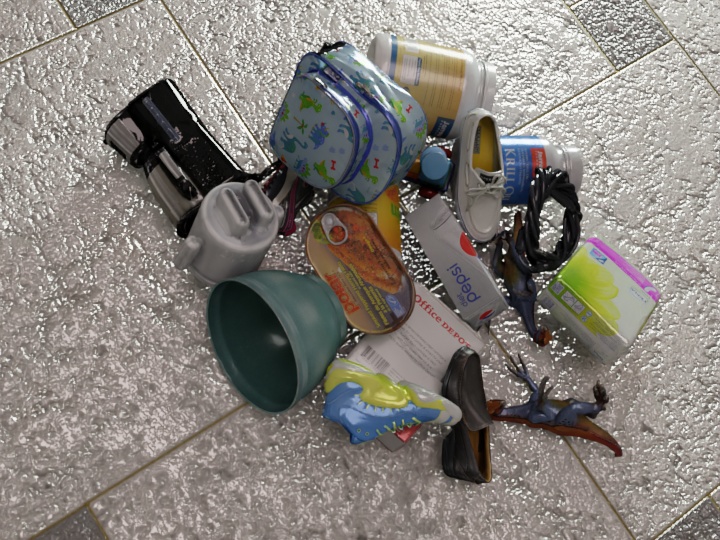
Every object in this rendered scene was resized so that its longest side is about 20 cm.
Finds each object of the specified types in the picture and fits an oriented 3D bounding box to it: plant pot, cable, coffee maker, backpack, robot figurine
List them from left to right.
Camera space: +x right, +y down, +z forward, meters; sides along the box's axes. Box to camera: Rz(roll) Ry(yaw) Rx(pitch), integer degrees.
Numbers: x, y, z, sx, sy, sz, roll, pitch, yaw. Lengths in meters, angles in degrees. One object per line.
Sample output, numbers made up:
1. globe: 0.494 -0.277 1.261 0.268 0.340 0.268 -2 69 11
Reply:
1. coffee maker: -0.253 -0.178 1.602 0.191 0.135 0.201 -32 79 -32
2. robot figurine: -0.185 -0.046 1.517 0.168 0.200 0.114 -18 70 -29
3. plant pot: -0.104 0.083 1.507 0.134 0.200 0.201 -26 76 -37
4. backpack: -0.022 -0.196 1.515 0.199 0.184 0.147 38 40 10
5. cable: 0.290 -0.079 1.649 0.199 0.050 0.165 -7 98 -57

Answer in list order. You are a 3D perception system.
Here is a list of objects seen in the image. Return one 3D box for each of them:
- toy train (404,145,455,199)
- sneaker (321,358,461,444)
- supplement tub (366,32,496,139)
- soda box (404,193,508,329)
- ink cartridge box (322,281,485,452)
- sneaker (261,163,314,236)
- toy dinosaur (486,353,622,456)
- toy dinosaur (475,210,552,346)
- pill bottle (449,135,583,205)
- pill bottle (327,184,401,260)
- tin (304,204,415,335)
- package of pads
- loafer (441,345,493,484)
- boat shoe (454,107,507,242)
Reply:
1. toy train: 0.048 -0.180 1.665 0.198 0.116 0.085 19 89 4
2. sneaker: 0.036 0.199 1.474 0.198 0.076 0.106 21 87 -5
3. supplement tub: 0.105 -0.291 1.715 0.198 0.145 0.146 10 67 -9
4. soda box: 0.145 -0.014 1.628 0.068 0.063 0.201 -32 63 8
5. ink cartridge box: 0.064 0.140 1.573 0.147 0.083 0.200 42 67 4
6. sneaker: -0.095 -0.144 1.655 0.074 0.080 0.201 37 71 -16
7. toy dinosaur: 0.279 0.217 1.591 0.180 0.105 0.202 -21 86 0
8. toy dinosaur: 0.260 0.021 1.669 0.200 0.105 0.182 -39 100 -33
9. pill bottle: 0.250 -0.161 1.718 0.198 0.112 0.113 -2 70 -14
10. pill bottle: 0.007 -0.049 1.617 0.110 0.111 0.202 3 69 -12
11. tin: 0.000 0.000 1.529 0.111 0.042 0.201 -33 79 2
12. package of pads: 0.374 0.043 1.655 0.154 0.068 0.200 44 39 6
13. loafer: 0.162 0.207 1.526 0.072 0.072 0.202 -19 113 -42
14. boat shoe: 0.188 -0.139 1.603 0.074 0.086 0.204 -2 102 -11
